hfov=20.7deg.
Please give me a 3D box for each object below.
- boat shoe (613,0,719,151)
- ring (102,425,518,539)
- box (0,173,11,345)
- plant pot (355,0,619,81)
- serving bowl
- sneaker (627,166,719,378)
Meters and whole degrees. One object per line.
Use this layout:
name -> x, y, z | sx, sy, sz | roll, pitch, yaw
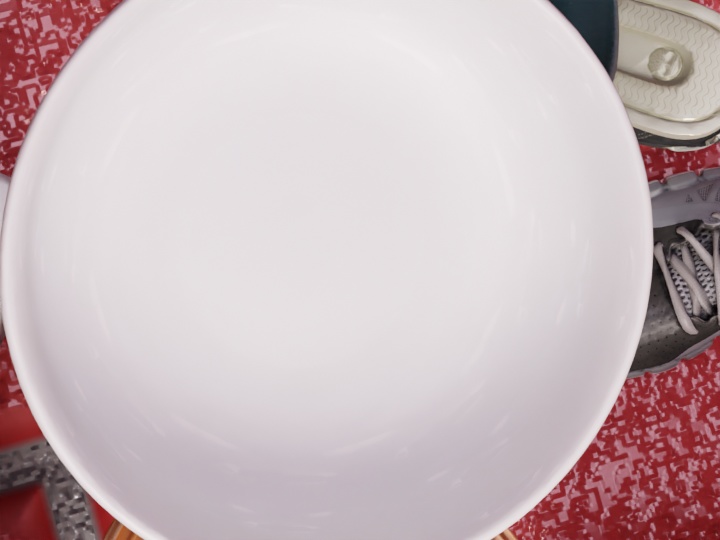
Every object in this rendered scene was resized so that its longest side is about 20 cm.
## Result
boat shoe -> 0.064, -0.106, 0.810 | 0.200, 0.068, 0.072 | 28, 91, 10
ring -> -0.004, 0.142, 0.632 | 0.200, 0.019, 0.201 | 19, 54, -29
box -> -0.207, 0.040, 0.684 | 0.131, 0.200, 0.199 | 25, 85, -6
plant pot -> 0.000, -0.145, 0.702 | 0.134, 0.200, 0.201 | -12, 87, 20
serving bowl -> -0.013, -0.006, 0.612 | 0.200, 0.066, 0.201 | -2, 97, -14
sneaker -> 0.165, -0.017, 0.788 | 0.200, 0.115, 0.075 | -26, 90, -10
